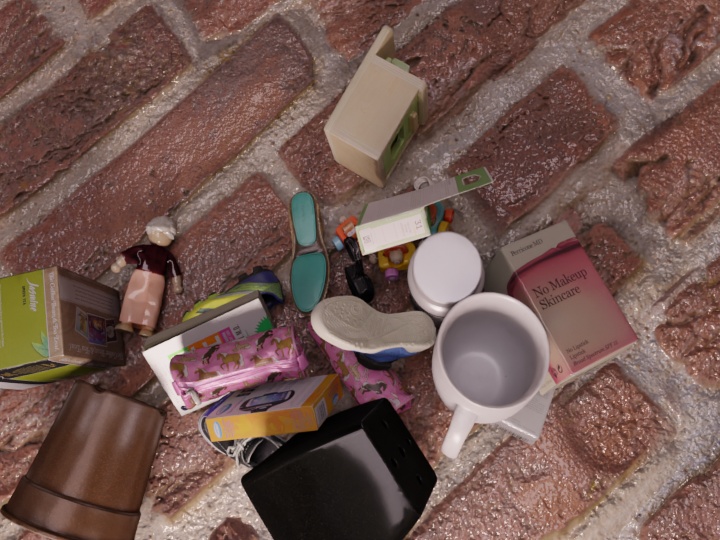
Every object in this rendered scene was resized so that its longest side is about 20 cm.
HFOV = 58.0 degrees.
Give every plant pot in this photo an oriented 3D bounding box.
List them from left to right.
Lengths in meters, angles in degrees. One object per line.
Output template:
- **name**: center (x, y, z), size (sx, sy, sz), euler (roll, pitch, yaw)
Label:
- **plant pot**: center (-0.395, 0.283, 0.970), size (0.194, 0.201, 0.204), euler (15, 73, 9)
- **plant pot**: center (-0.010, 0.291, 0.879), size (0.176, 0.199, 0.202), euler (-37, 82, 17)

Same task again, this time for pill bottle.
- **pill bottle**: center (0.124, 0.015, 0.953), size (0.110, 0.200, 0.118), euler (-1, 77, 6)

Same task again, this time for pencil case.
- **pencil case**: center (-0.176, 0.141, 0.952), size (0.194, 0.084, 0.088), euler (-14, 58, -7)
- **pencil case**: center (0.000, 0.140, 1.001), size (0.085, 0.083, 0.202), euler (-30, 76, -20)

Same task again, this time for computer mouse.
- **computer mouse**: center (0.000, 0.000, 0.972), size (0.033, 0.201, 0.060), euler (-25, 69, -8)

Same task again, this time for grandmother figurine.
- **grandmother figurine**: center (-0.353, 0.004, 1.081), size (0.119, 0.060, 0.207), euler (22, 72, -32)

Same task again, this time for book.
- **book**: center (-0.221, 0.132, 1.023), size (0.195, 0.048, 0.137), euler (-24, 112, 1)

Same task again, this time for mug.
- **mug**: center (0.156, 0.154, 0.877), size (0.144, 0.176, 0.204), euler (23, 70, 10)

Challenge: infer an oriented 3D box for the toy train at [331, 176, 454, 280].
- **toy train**: center (0.052, -0.076, 1.040), size (0.197, 0.056, 0.152), euler (-33, 63, -3)

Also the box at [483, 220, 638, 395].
- **box**: center (0.283, 0.054, 0.950), size (0.125, 0.110, 0.204), euler (-21, 70, -17)

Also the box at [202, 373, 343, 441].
- **box**: center (-0.133, 0.202, 0.954), size (0.194, 0.119, 0.043), euler (-13, 99, 20)

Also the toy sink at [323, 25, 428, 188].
- **toy sink**: center (0.043, -0.261, 1.056), size (0.110, 0.131, 0.204), euler (29, 82, 11)

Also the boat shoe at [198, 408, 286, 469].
- **boat shoe**: center (-0.170, 0.272, 1.001), size (0.196, 0.068, 0.075), euler (31, 83, 11)

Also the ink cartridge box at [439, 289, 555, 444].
- **ink cartridge box**: center (0.229, 0.138, 1.005), size (0.156, 0.048, 0.204), euler (23, 67, 11)

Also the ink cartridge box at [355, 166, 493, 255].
- **ink cartridge box**: center (0.094, -0.088, 0.927), size (0.194, 0.146, 0.049), euler (-15, 105, 10)

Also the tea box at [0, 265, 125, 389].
- **tea box**: center (-0.499, 0.096, 1.007), size (0.190, 0.200, 0.138), euler (-11, 77, 2)

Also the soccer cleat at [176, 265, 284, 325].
- **soccer cleat**: center (-0.212, 0.074, 1.046), size (0.197, 0.065, 0.085), euler (-34, 68, -3)

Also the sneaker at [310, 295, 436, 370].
- **sneaker**: center (0.001, 0.093, 0.906), size (0.195, 0.111, 0.079), euler (7, 63, -34)

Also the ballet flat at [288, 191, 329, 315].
- **ballet flat**: center (-0.081, -0.025, 1.052), size (0.068, 0.065, 0.207), euler (-3, 76, 6)
